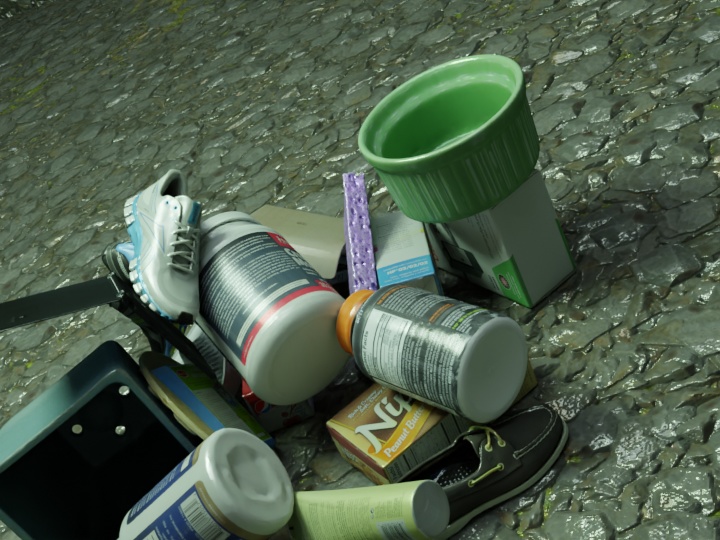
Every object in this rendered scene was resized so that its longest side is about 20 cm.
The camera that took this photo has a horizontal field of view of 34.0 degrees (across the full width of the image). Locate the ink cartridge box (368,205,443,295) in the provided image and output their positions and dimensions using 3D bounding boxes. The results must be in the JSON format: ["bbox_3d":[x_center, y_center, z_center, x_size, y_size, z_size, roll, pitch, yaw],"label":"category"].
[{"bbox_3d":[0.059,0.006,1.393,0.067,0.116,0.201,-15,31,4],"label":"ink cartridge box"}]

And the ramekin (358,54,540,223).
[{"bbox_3d":[0.105,-0.144,1.316,0.197,0.098,0.201,-21,32,14],"label":"ramekin"}]

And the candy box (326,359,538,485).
[{"bbox_3d":[0.075,0.140,1.237,0.199,0.056,0.115,-38,32,-18],"label":"candy box"}]

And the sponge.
[{"bbox_3d":[0.000,0.000,1.377,0.029,0.112,0.203,-4,63,-4],"label":"sponge"}]

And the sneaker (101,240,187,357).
[{"bbox_3d":[-0.253,0.032,1.392,0.081,0.201,0.071,10,54,17],"label":"sneaker"}]

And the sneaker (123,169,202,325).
[{"bbox_3d":[-0.202,-0.032,1.267,0.087,0.074,0.202,-43,48,24],"label":"sneaker"}]

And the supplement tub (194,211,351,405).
[{"bbox_3d":[-0.109,0.039,1.306,0.140,0.141,0.200,-35,51,-15],"label":"supplement tub"}]

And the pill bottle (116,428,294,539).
[{"bbox_3d":[-0.165,0.253,1.150,0.200,0.111,0.112,-43,22,26],"label":"pill bottle"}]

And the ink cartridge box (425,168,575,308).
[{"bbox_3d":[0.145,-0.058,1.400,0.084,0.147,0.199,-38,31,-18],"label":"ink cartridge box"}]

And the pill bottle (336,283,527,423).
[{"bbox_3d":[0.063,0.074,1.185,0.106,0.107,0.198,-42,37,-26],"label":"pill bottle"}]

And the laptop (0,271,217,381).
[{"bbox_3d":[-0.270,0.072,1.229,0.116,0.200,0.187,-48,16,-5],"label":"laptop"}]

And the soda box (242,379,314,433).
[{"bbox_3d":[-0.102,0.104,1.427,0.069,0.064,0.201,-23,31,7],"label":"soda box"}]

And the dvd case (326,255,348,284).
[{"bbox_3d":[-0.090,0.003,1.519,0.198,0.018,0.141,-13,15,-43],"label":"dvd case"}]

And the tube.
[{"bbox_3d":[-0.004,0.231,1.096,0.198,0.052,0.059,-21,45,43],"label":"tube"}]

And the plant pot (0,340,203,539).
[{"bbox_3d":[-0.281,0.195,1.288,0.195,0.197,0.200,-39,23,0],"label":"plant pot"}]

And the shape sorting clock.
[{"bbox_3d":[-0.161,0.157,1.263,0.039,0.200,0.200,-45,30,3],"label":"shape sorting clock"}]

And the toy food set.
[{"bbox_3d":[-0.079,-0.032,1.531,0.141,0.061,0.200,11,16,9],"label":"toy food set"}]

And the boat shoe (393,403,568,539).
[{"bbox_3d":[0.113,0.187,1.129,0.200,0.061,0.072,-34,32,-12],"label":"boat shoe"}]

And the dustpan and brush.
[{"bbox_3d":[-0.177,0.140,1.415,0.201,0.057,0.140,53,122,29],"label":"dustpan and brush"}]
